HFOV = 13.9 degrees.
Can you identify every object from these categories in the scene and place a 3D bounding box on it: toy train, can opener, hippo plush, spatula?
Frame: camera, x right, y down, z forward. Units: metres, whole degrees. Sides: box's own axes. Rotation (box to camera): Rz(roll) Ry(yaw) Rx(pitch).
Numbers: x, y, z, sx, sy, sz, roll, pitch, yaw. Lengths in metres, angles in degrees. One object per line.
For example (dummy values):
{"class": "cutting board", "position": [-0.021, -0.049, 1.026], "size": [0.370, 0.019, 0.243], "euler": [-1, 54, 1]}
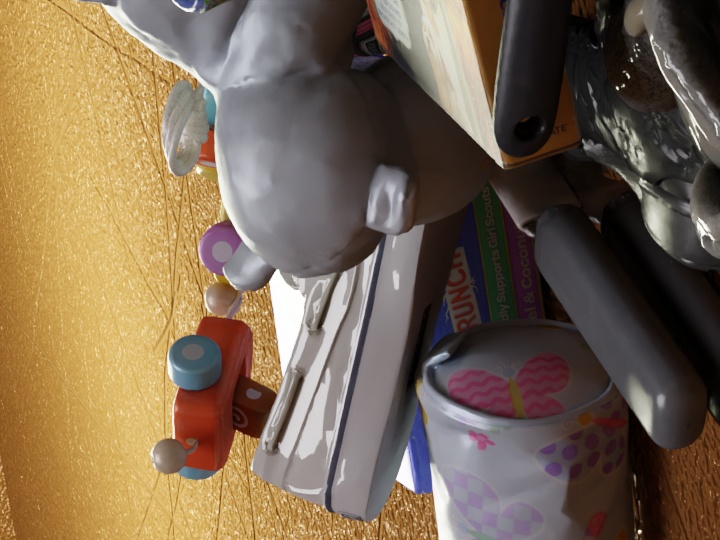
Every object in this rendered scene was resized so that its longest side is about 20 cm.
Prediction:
{"class": "toy train", "position": [-0.044, -0.012, 1.227], "size": [0.150, 0.055, 0.201], "euler": [-73, -11, -48]}
{"class": "can opener", "position": [0.090, -0.016, 1.091], "size": [0.067, 0.052, 0.200], "euler": [93, 159, -43]}
{"class": "hippo plush", "position": [-0.011, -0.087, 1.072], "size": [0.159, 0.200, 0.161], "euler": [-32, 80, 44]}
{"class": "spatula", "position": [0.052, -0.122, 0.825], "size": [0.021, 0.056, 0.201], "euler": [-126, 35, -57]}

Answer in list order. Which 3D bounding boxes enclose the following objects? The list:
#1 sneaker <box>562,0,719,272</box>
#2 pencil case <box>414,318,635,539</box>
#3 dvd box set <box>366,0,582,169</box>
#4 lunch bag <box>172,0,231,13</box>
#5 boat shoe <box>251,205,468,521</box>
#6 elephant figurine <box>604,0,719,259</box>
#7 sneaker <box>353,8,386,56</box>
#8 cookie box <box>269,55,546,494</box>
{"class": "sneaker", "position": [0.102, -0.073, 0.994], "size": [0.200, 0.060, 0.105], "euler": [-131, 30, -51]}
{"class": "pencil case", "position": [0.069, 0.119, 1.217], "size": [0.090, 0.083, 0.201], "euler": [19, 127, 33]}
{"class": "dvd box set", "position": [0.012, -0.145, 0.905], "size": [0.146, 0.029, 0.201], "euler": [-128, 20, -63]}
{"class": "lunch bag", "position": [-0.053, -0.175, 0.900], "size": [0.200, 0.075, 0.161], "euler": [-125, 19, -63]}
{"class": "boat shoe", "position": [0.000, 0.000, 1.198], "size": [0.072, 0.065, 0.201], "euler": [-39, -37, -67]}
{"class": "elephant figurine", "position": [0.126, -0.068, 0.800], "size": [0.200, 0.141, 0.156], "euler": [87, -163, -47]}
{"class": "sneaker", "position": [-0.014, -0.142, 1.334], "size": [0.200, 0.074, 0.081], "euler": [-147, 46, -70]}
{"class": "cookie box", "position": [0.015, -0.004, 1.334], "size": [0.200, 0.075, 0.172], "euler": [-152, 52, -71]}
